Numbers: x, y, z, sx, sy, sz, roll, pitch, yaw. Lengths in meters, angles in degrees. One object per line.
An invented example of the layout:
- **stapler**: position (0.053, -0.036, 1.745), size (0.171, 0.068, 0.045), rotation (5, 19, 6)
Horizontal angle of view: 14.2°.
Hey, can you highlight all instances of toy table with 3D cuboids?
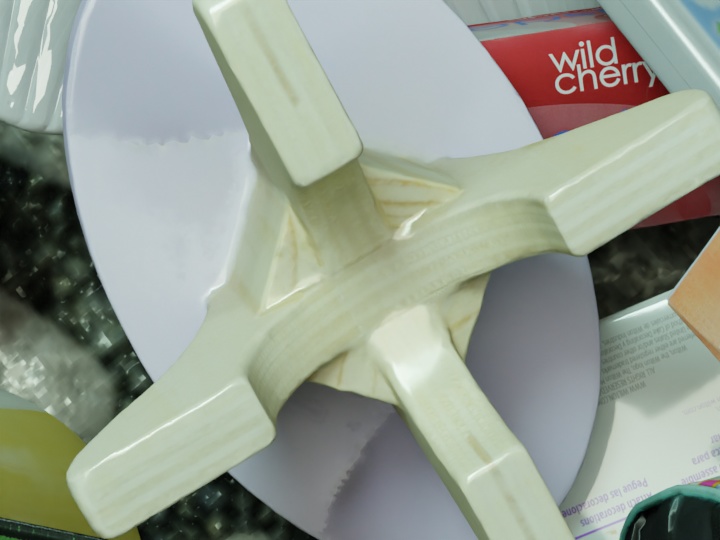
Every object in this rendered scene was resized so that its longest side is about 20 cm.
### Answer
- **toy table**: position (0.000, 0.000, 0.755), size (0.184, 0.117, 0.200), rotation (-42, 104, -2)

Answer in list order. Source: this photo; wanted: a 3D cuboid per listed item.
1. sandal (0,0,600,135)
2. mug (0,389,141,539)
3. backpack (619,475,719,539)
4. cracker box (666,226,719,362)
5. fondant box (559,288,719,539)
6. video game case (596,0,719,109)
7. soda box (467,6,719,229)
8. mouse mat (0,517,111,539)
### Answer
- **sandal**: position (-0.025, -0.092, 0.899), size (0.206, 0.059, 0.079), rotation (-12, 97, -9)
- **mug**: position (-0.133, 0.088, 0.839), size (0.186, 0.153, 0.150), rotation (-17, 76, 5)
- **backpack**: position (0.145, 0.134, 0.719), size (0.153, 0.176, 0.201), rotation (-22, 78, -12)
- **cracker box**: position (0.182, -0.044, 0.713), size (0.200, 0.134, 0.058), rotation (-24, 65, -40)
- **fondant box**: position (0.135, 0.097, 0.844), size (0.144, 0.058, 0.201), rotation (-22, 75, 4)
- **video game case**: position (0.160, -0.076, 0.834), size (0.182, 0.022, 0.200), rotation (-29, 77, -36)
- **soda box**: position (0.020, -0.037, 0.848), size (0.199, 0.070, 0.064), rotation (-10, 98, -10)
- **mouse mat**: position (-0.109, 0.135, 0.774), size (0.160, 0.200, 0.008), rotation (14, 40, -19)
